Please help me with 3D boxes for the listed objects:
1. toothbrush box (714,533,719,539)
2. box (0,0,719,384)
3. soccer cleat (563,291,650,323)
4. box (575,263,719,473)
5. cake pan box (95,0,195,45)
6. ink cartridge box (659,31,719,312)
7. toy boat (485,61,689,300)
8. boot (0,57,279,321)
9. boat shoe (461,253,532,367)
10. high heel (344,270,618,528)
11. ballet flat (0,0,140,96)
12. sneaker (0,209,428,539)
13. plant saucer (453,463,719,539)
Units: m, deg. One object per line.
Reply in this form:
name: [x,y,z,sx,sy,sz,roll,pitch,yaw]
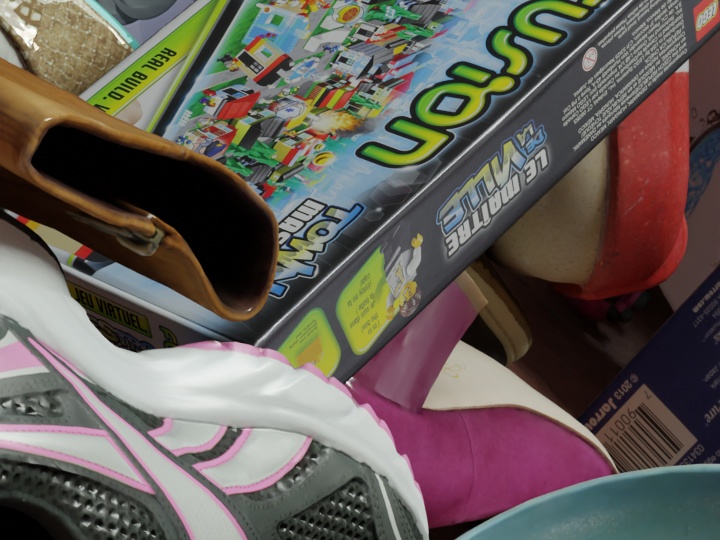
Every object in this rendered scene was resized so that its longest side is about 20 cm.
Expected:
toothbrush box: [0.143,0.143,0.769,0.200,0.086,0.146,20,28,-52]
box: [-0.003,-0.042,0.791,0.110,0.200,0.035,22,-40,34]
soccer cleat: [0.095,-0.028,1.199,0.086,0.070,0.200,39,10,11]
box: [0.157,0.095,0.915,0.200,0.121,0.032,47,34,10]
cake pan box: [-0.077,-0.163,0.927,0.184,0.200,0.052,35,-11,-14]
ink cartridge box: [0.172,-0.075,1.051,0.147,0.146,0.200,-31,92,-43]
toy boat: [0.097,-0.092,0.926,0.130,0.201,0.131,-1,4,-9]
boot: [-0.137,-0.051,0.654,0.200,0.069,0.188,28,-6,36]
boat shoe: [0.000,0.000,0.917,0.073,0.065,0.200,47,-1,24]
high heel: [0.012,0.062,0.857,0.067,0.096,0.200,32,-10,35]
ballet flat: [-0.139,-0.079,0.840,0.200,0.071,0.065,39,44,0]
sneaker: [-0.060,0.060,0.656,0.200,0.080,0.087,27,45,-43]
plant saucer: [0.081,0.130,0.636,0.200,0.200,0.027,53,-21,33]
